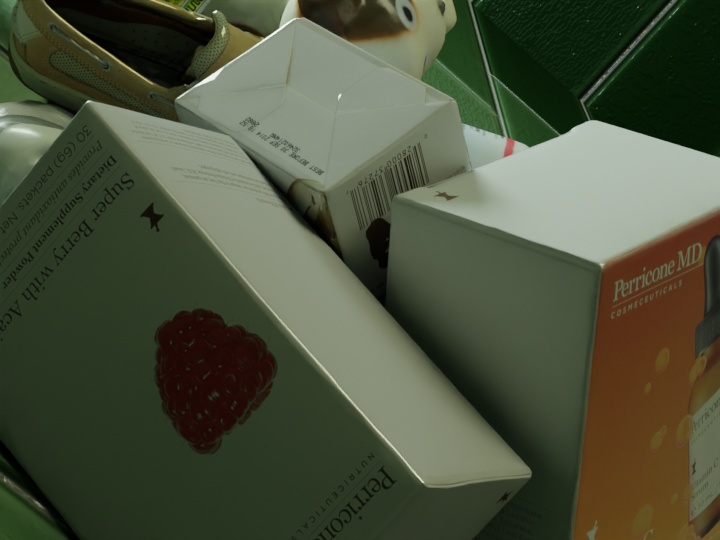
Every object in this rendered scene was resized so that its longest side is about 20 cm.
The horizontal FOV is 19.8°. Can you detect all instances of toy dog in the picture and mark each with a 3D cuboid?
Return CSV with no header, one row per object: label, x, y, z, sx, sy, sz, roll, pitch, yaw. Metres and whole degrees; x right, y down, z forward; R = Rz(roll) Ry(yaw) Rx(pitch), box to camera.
toy dog,-0.032,-0.154,1.255,0.200,0.193,0.141,24,-49,52

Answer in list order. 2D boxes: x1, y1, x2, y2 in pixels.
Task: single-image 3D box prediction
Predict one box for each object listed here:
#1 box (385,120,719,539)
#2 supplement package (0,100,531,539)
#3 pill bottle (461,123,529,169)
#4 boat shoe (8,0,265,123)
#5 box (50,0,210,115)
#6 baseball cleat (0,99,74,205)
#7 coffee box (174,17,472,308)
box,0.093,0.056,0.905,0.106,0.202,0.152,21,28,35
supplement package,-0.054,0.050,0.807,0.200,0.121,0.120,47,14,19
pill bottle,-0.016,-0.042,1.083,0.199,0.110,0.109,17,15,-1
boat shoe,-0.071,-0.091,0.990,0.198,0.072,0.076,15,-26,-8
box,-0.136,-0.162,1.237,0.035,0.110,0.200,37,15,-19
baseball cleat,-0.106,-0.030,1.012,0.200,0.070,0.106,36,8,-41
coffee box,0.000,0.000,0.952,0.113,0.080,0.201,33,-30,42
